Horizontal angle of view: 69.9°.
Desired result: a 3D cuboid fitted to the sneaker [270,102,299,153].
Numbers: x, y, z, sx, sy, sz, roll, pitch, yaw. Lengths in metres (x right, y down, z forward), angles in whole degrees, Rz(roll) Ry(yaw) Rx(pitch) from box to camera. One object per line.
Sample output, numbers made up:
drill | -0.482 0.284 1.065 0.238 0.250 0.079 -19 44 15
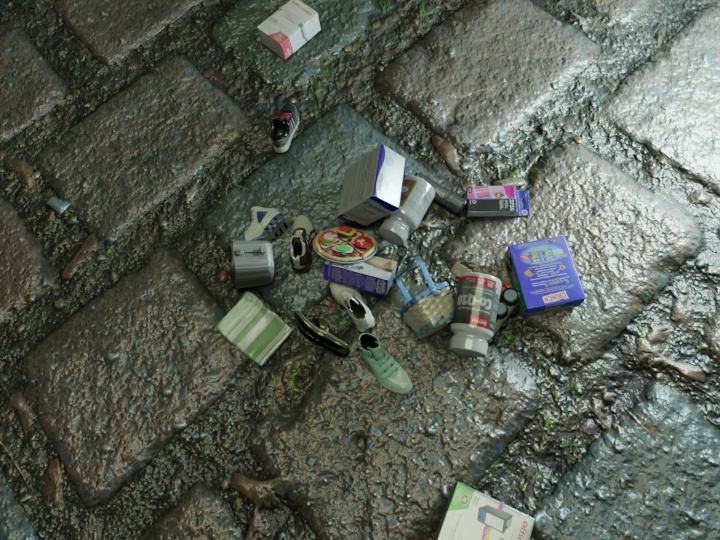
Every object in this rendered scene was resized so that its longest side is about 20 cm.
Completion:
sneaker | -0.267 -0.515 1.802 0.073 0.088 0.202 8 68 10

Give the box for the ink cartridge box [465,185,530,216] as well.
ink cartridge box | 0.434 -0.219 1.628 0.198 0.037 0.096 1 67 5

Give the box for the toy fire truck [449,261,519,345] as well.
toy fire truck | 0.329 0.084 1.469 0.199 0.129 0.176 36 75 31

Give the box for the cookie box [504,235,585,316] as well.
cookie box | 0.528 0.017 1.491 0.169 0.075 0.202 -10 66 2

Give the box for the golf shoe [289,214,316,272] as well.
golf shoe | -0.184 -0.097 1.614 0.076 0.088 0.202 -5 65 6

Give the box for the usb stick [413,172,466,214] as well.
usb stick | 0.249 -0.248 1.655 0.199 0.033 0.056 36 104 19

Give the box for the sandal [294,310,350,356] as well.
sandal | -0.110 0.179 1.500 0.200 0.080 0.057 31 56 11

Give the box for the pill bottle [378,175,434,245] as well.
pill bottle | 0.140 -0.184 1.599 0.114 0.115 0.201 25 71 16

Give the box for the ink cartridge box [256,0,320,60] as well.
ink cartridge box | -0.272 -0.931 1.985 0.146 0.083 0.200 41 77 21

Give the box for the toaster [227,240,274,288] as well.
toaster | -0.330 -0.015 1.552 0.128 0.200 0.115 -4 66 -14

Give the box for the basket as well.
basket | 0.174 0.078 1.457 0.138 0.176 0.201 -27 79 -22

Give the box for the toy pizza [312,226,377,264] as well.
toy pizza | -0.046 -0.086 1.570 0.198 0.032 0.201 3 36 -2

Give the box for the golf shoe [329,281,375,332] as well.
golf shoe | -0.027 0.083 1.513 0.078 0.097 0.200 -36 66 -8

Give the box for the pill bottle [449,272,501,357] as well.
pill bottle | 0.298 0.117 1.348 0.113 0.114 0.202 10 75 11

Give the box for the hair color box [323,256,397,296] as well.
hair color box | 0.000 0.000 1.538 0.198 0.065 0.110 16 34 11

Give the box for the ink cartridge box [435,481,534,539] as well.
ink cartridge box | 0.299 0.626 1.247 0.198 0.088 0.146 23 70 13

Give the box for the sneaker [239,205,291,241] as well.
sneaker | -0.330 -0.138 1.658 0.199 0.081 0.115 -40 65 -18

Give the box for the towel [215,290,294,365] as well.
towel | -0.317 0.173 1.546 0.199 0.023 0.153 36 76 19

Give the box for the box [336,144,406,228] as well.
box | 0.033 -0.254 1.589 0.104 0.199 0.186 22 64 -29

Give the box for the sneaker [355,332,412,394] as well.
sneaker | 0.061 0.256 1.416 0.074 0.118 0.200 -43 70 -14
